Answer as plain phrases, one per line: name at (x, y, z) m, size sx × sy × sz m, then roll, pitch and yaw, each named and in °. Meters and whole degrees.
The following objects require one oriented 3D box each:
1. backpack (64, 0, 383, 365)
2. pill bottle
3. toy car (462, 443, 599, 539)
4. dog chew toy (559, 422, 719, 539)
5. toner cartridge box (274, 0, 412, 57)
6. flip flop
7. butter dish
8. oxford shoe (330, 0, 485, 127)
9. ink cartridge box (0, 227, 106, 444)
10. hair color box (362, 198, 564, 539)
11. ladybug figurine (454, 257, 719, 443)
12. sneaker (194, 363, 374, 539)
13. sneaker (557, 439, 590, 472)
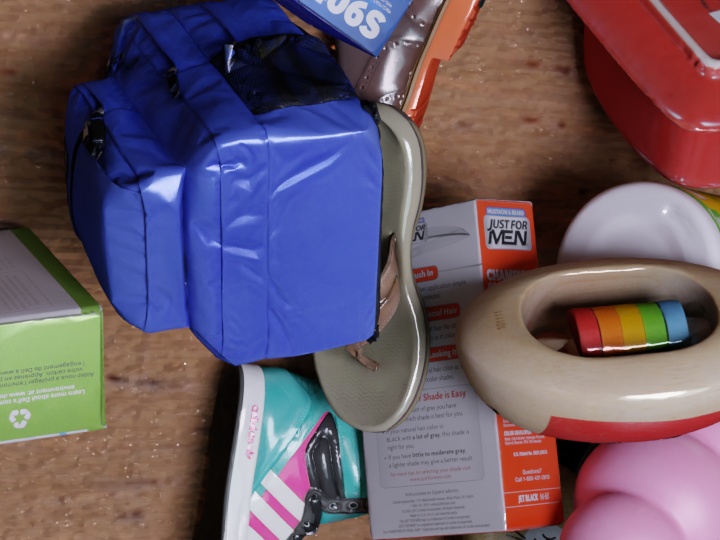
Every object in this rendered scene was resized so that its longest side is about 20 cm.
backpack at (-0.084, -0.066, 1.179) m, size 0.167 × 0.200 × 0.163 m, roll -4°, pitch 124°, yaw -18°
pill bottle at (0.217, 0.004, 1.370) m, size 0.200 × 0.111 × 0.111 m, roll 4°, pitch 108°, yaw -60°
toy car at (0.114, 0.183, 1.385) m, size 0.164 × 0.158 × 0.200 m, roll 16°, pitch 94°, yaw -10°
dog chew toy at (0.188, 0.141, 1.289) m, size 0.200 × 0.124 × 0.125 m, roll -42°, pitch 126°, yaw -45°
toner cartridge box at (-0.071, -0.199, 1.202) m, size 0.200 × 0.095 × 0.043 m, roll 32°, pitch 90°, yaw -32°
flip flop at (0.000, 0.000, 1.255) m, size 0.058 × 0.081 × 0.200 m, roll -21°, pitch 118°, yaw -58°
butter dish at (0.229, -0.119, 1.352) m, size 0.200 × 0.200 × 0.148 m, roll -11°, pitch 135°, yaw -23°
oxford shoe at (0.009, -0.116, 1.300) m, size 0.072 × 0.071 × 0.200 m, roll 29°, pitch 102°, yaw 2°
ink cartridge box at (-0.258, 0.042, 1.160) m, size 0.200 × 0.148 × 0.076 m, roll -8°, pitch 112°, yaw -23°
hair color box at (0.057, 0.063, 1.299) m, size 0.064 × 0.111 × 0.200 m, roll 0°, pitch 82°, yaw -48°
ladybug figurine at (0.154, 0.051, 1.215) m, size 0.199 × 0.136 × 0.072 m, roll -3°, pitch 125°, yaw -3°
sneaker at (-0.040, 0.160, 1.352) m, size 0.120 × 0.084 × 0.200 m, roll 6°, pitch 104°, yaw -18°
sneaker at (0.199, 0.133, 1.466) m, size 0.114 × 0.076 × 0.200 m, roll -11°, pitch 115°, yaw -25°
